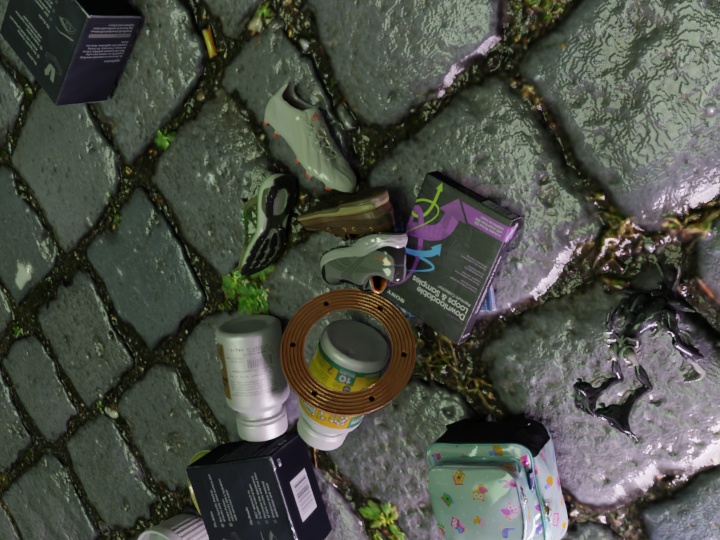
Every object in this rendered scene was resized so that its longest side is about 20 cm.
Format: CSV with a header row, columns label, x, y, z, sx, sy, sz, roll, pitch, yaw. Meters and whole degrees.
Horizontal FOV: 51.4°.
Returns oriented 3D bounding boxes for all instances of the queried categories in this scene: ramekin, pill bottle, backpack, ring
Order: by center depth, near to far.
label,x,y,z,sx,sy,sz,roll,pitch,yaw
backpack,0.192,0.324,1.052,0.175,0.153,0.201,-11,105,33
ring,-0.018,0.119,1.100,0.200,0.200,0.019,40,158,20
pill bottle,-0.036,0.188,1.199,0.113,0.113,0.201,36,123,23
pill bottle,-0.183,0.188,1.309,0.114,0.114,0.201,4,107,36
ramekin,-0.377,0.621,1.604,0.199,0.105,0.202,12,111,33

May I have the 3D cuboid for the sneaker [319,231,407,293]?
label,x,y,z,sx,sy,sz,roll,pitch,yaw
sneaker,0.000,0.000,1.090,0.200,0.074,0.080,-21,73,58

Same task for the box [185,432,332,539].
label,x,y,z,sx,sy,sz,roll,pitch,yaw
box,-0.184,0.416,1.362,0.199,0.117,0.198,-14,96,26

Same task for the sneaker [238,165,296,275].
label,x,y,z,sx,sy,sz,roll,pitch,yaw
sneaker,-0.169,-0.085,1.247,0.089,0.077,0.201,41,121,35

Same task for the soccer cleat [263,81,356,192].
label,x,y,z,sx,sy,sz,roll,pitch,yaw
soccer cleat,-0.072,-0.200,1.130,0.200,0.069,0.078,48,123,18

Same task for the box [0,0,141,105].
label,x,y,z,sx,sy,sz,roll,pitch,yaw
box,-0.525,-0.441,1.348,0.197,0.117,0.200,50,126,13

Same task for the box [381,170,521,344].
label,x,y,z,sx,sy,sz,roll,pitch,yaw
box,0.121,-0.017,1.042,0.143,0.036,0.201,32,120,26

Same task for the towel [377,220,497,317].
label,x,y,z,sx,sy,sz,roll,pitch,yaw
towel,0.100,-0.005,1.096,0.199,0.024,0.146,-5,99,36

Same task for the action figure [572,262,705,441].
label,x,y,z,sx,sy,sz,roll,pitch,yaw
action figure,0.338,0.095,0.896,0.201,0.102,0.119,-58,30,-6

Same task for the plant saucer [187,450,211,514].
label,x,y,z,sx,sy,sz,roll,pitch,yaw
plant saucer,-0.271,0.450,1.515,0.199,0.031,0.201,12,112,32

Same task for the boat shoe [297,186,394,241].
label,x,y,z,sx,sy,sz,roll,pitch,yaw
boat shoe,-0.024,-0.075,1.120,0.199,0.072,0.068,-4,115,51
